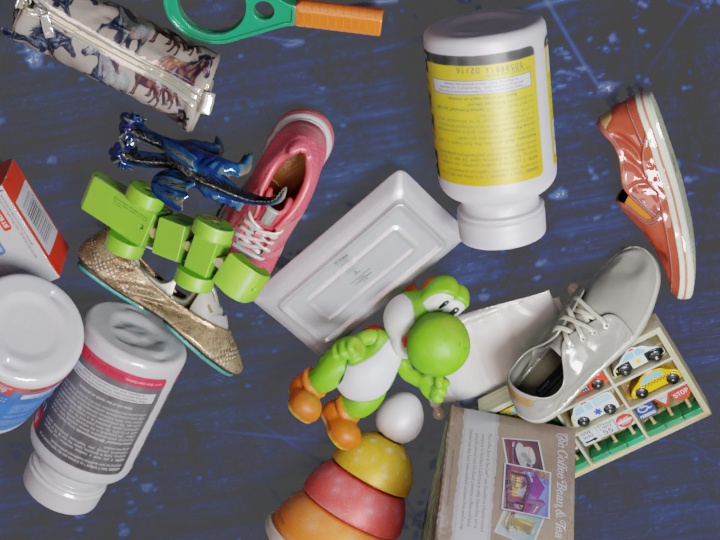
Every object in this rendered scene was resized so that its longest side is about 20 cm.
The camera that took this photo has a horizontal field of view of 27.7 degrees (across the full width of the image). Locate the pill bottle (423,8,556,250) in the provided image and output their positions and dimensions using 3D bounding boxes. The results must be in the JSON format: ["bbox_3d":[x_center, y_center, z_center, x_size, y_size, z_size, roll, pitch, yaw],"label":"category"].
[{"bbox_3d":[0.120,-0.126,1.316,0.110,0.111,0.201,-6,112,5],"label":"pill bottle"}]

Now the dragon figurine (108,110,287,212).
[{"bbox_3d":[-0.154,-0.089,1.329,0.099,0.200,0.059,0,115,-39],"label":"dragon figurine"}]

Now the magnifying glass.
[{"bbox_3d":[-0.079,-0.237,1.320,0.198,0.022,0.080,8,129,0],"label":"magnifying glass"}]

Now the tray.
[{"bbox_3d":[0.000,0.000,1.408,0.200,0.022,0.107,-40,119,16],"label":"tray"}]

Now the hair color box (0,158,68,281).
[{"bbox_3d":[-0.397,-0.014,1.407,0.199,0.064,0.111,-22,118,12],"label":"hair color box"}]

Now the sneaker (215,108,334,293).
[{"bbox_3d":[-0.092,-0.056,1.368,0.073,0.087,0.201,25,112,-7],"label":"sneaker"}]

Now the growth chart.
[{"bbox_3d":[0.149,0.088,1.455,0.198,0.018,0.146,-11,112,7],"label":"growth chart"}]

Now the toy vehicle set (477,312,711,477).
[{"bbox_3d":[0.232,0.135,1.448,0.199,0.027,0.124,-28,119,17],"label":"toy vehicle set"}]

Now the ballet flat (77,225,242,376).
[{"bbox_3d":[-0.181,0.024,1.420,0.200,0.071,0.065,37,95,-16],"label":"ballet flat"}]

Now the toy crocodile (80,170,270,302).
[{"bbox_3d":[-0.174,-0.033,1.359,0.199,0.062,0.068,26,106,16],"label":"toy crocodile"}]

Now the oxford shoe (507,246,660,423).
[{"bbox_3d":[0.212,0.058,1.384,0.200,0.075,0.058,-50,141,0],"label":"oxford shoe"}]

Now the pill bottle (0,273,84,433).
[{"bbox_3d":[-0.346,0.091,1.393,0.112,0.113,0.200,34,143,-11],"label":"pill bottle"}]

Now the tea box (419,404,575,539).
[{"bbox_3d":[0.125,0.275,1.410,0.133,0.201,0.198,11,128,1],"label":"tea box"}]

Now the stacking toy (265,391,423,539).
[{"bbox_3d":[0.007,0.214,1.469,0.145,0.146,0.201,28,96,-9],"label":"stacking toy"}]

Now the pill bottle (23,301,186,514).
[{"bbox_3d":[-0.260,0.140,1.445,0.110,0.111,0.201,26,111,-8],"label":"pill bottle"}]

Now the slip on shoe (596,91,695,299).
[{"bbox_3d":[0.271,-0.066,1.359,0.061,0.074,0.201,-16,107,18],"label":"slip on shoe"}]

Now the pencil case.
[{"bbox_3d":[-0.219,-0.200,1.313,0.199,0.090,0.078,27,111,-9],"label":"pencil case"}]

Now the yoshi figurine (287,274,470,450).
[{"bbox_3d":[0.029,0.091,1.391,0.200,0.112,0.112,-43,79,17],"label":"yoshi figurine"}]
